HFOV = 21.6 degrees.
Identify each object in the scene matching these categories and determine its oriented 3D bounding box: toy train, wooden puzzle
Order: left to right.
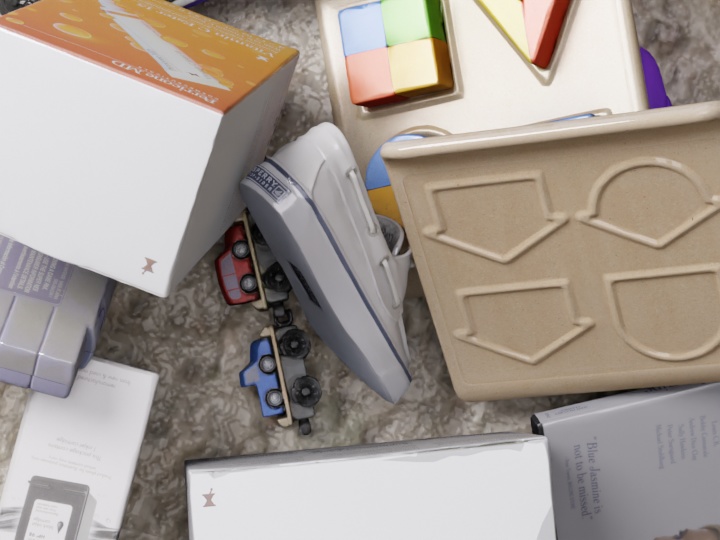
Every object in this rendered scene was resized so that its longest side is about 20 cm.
[{"bbox_3d":[-0.062,-0.001,1.094,0.045,0.034,0.202,-13,88,-3],"label":"toy train"},{"bbox_3d":[0.067,-0.095,1.063,0.184,0.046,0.202,-11,90,21],"label":"wooden puzzle"},{"bbox_3d":[0.122,-0.012,1.017,0.184,0.047,0.201,-6,132,18],"label":"wooden puzzle"}]

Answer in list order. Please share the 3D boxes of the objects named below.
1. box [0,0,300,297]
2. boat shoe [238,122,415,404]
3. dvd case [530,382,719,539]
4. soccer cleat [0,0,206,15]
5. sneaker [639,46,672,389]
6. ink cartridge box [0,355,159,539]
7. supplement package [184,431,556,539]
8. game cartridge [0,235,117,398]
[{"bbox_3d":[-0.119,-0.076,0.974,0.123,0.200,0.098,21,107,2],"label":"box"},{"bbox_3d":[0.000,0.000,1.035,0.065,0.201,0.073,-41,54,-12],"label":"boat shoe"},{"bbox_3d":[0.203,0.129,1.099,0.198,0.018,0.144,-13,110,-8],"label":"dvd case"},{"bbox_3d":[-0.113,-0.182,1.090,0.198,0.073,0.069,-15,112,10],"label":"soccer cleat"},{"bbox_3d":[0.192,-0.036,1.112,0.099,0.070,0.202,-10,92,-14],"label":"sneaker"},{"bbox_3d":[-0.167,0.145,1.034,0.066,0.116,0.202,15,86,-6],"label":"ink cartridge box"},{"bbox_3d":[0.006,0.177,1.054,0.198,0.111,0.157,-4,87,-6],"label":"supplement package"},{"bbox_3d":[-0.192,-0.014,1.013,0.129,0.201,0.039,20,124,-8],"label":"game cartridge"}]
